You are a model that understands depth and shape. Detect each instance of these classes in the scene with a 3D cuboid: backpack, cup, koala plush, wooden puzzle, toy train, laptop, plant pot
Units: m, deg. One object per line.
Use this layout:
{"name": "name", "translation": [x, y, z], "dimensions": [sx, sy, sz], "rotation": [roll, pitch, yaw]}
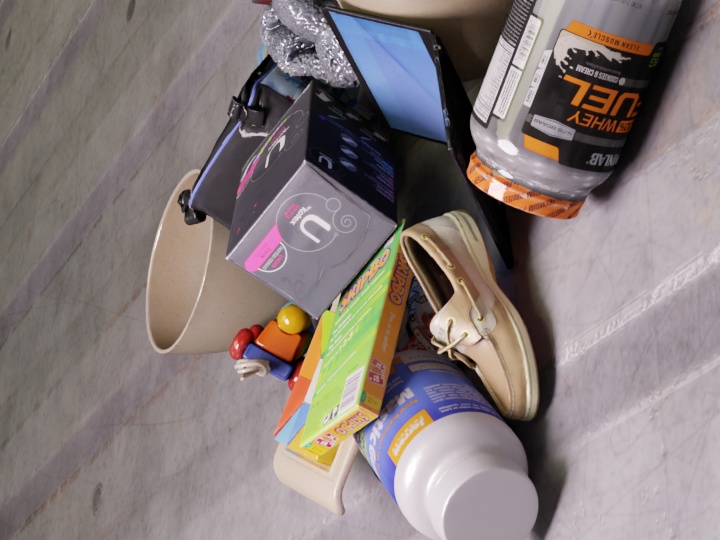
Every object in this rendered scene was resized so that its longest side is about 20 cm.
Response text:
{"name": "backpack", "translation": [-0.065, -0.130, 1.923], "dimensions": [0.183, 0.147, 0.200], "rotation": [-57, 3, 36]}
{"name": "cup", "translation": [-0.132, 0.003, 2.040], "dimensions": [0.200, 0.143, 0.201], "rotation": [-41, 43, 54]}
{"name": "koala plush", "translation": [-0.034, -0.300, 1.789], "dimensions": [0.183, 0.177, 0.201], "rotation": [13, 131, 45]}
{"name": "wooden puzzle", "translation": [-0.027, 0.109, 1.715], "dimensions": [0.185, 0.037, 0.201], "rotation": [10, 83, 70]}
{"name": "toy train", "translation": [-0.071, 0.054, 1.884], "dimensions": [0.116, 0.084, 0.200], "rotation": [-62, -5, 4]}
{"name": "laptop", "translation": [0.049, -0.115, 1.618], "dimensions": [0.103, 0.177, 0.201], "rotation": [-16, 52, 13]}
{"name": "plant pot", "translation": [0.075, -0.243, 1.669], "dimensions": [0.200, 0.200, 0.135], "rotation": [-128, 19, -61]}

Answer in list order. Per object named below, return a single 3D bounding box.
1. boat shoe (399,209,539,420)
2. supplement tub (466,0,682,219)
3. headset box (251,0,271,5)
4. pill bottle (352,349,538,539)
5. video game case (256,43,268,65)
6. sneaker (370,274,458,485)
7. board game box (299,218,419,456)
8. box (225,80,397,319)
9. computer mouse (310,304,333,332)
{"name": "boat shoe", "translation": [0.088, 0.042, 1.563], "dimensions": [0.074, 0.066, 0.201], "rotation": [104, 149, -51]}
{"name": "supplement tub", "translation": [0.161, -0.149, 1.466], "dimensions": [0.123, 0.122, 0.201], "rotation": [-124, 49, -59]}
{"name": "headset box", "translation": [-0.038, -0.358, 1.971], "dimensions": [0.199, 0.075, 0.149], "rotation": [-2, 88, 44]}
{"name": "pill bottle", "translation": [0.070, 0.152, 1.541], "dimensions": [0.200, 0.112, 0.113], "rotation": [-130, 56, -63]}
{"name": "video game case", "translation": [-0.053, -0.252, 2.110], "dimensions": [0.182, 0.045, 0.200], "rotation": [-101, 32, -44]}
{"name": "sneaker", "translation": [0.056, 0.088, 1.661], "dimensions": [0.108, 0.067, 0.202], "rotation": [148, 132, -63]}
{"name": "board game box", "translation": [0.002, 0.054, 1.608], "dimensions": [0.095, 0.030, 0.201], "rotation": [-39, 31, 48]}
{"name": "box", "translation": [-0.041, -0.068, 1.716], "dimensions": [0.122, 0.106, 0.200], "rotation": [-50, 16, 20]}
{"name": "computer mouse", "translation": [-0.055, 0.023, 1.818], "dimensions": [0.034, 0.200, 0.059], "rotation": [-15, 49, 23]}
